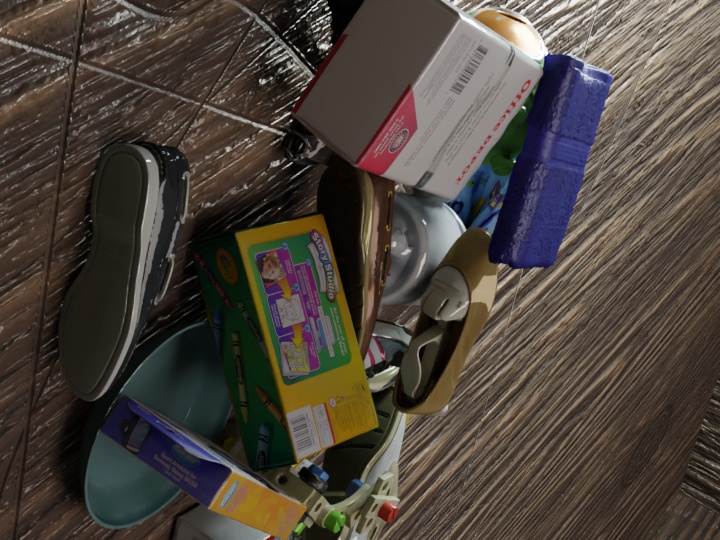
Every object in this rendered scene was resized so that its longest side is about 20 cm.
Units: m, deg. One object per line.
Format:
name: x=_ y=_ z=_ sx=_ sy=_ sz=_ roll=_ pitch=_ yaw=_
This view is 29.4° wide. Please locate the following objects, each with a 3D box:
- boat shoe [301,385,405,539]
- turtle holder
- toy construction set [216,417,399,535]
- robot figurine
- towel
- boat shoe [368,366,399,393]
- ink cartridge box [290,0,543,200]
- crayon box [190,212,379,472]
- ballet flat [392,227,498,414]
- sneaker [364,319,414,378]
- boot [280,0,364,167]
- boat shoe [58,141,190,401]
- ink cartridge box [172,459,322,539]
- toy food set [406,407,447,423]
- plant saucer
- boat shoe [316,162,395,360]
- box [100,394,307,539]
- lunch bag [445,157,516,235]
boat shoe: x=0.002 y=0.217 z=1.431 sx=0.068 sy=0.075 sz=0.200 roll=51 pitch=55 yaw=-40
turtle holder: x=0.123 y=-0.173 z=1.359 sx=0.186 sy=0.141 sz=0.132 roll=70 pitch=35 yaw=-50
toy construction set: x=-0.065 y=0.200 z=1.286 sx=0.092 sy=0.200 sz=0.131 roll=-66 pitch=158 yaw=-19
robot figurine: x=0.039 y=-0.022 z=1.371 sx=0.170 sy=0.113 sz=0.200 roll=-54 pitch=158 yaw=14
towel: x=0.171 y=-0.102 z=1.280 sx=0.148 sy=0.049 sz=0.201 roll=0 pitch=108 yaw=-65
boat shoe: x=-0.039 y=0.106 z=1.415 sx=0.200 sy=0.076 sz=0.074 roll=-22 pitch=101 yaw=-47
ink cartridge box: x=0.054 y=-0.151 z=1.152 sx=0.145 sy=0.084 sz=0.200 roll=-55 pitch=156 yaw=12
crayon box: x=-0.063 y=0.058 z=1.177 sx=0.119 sy=0.058 sz=0.201 roll=-15 pitch=90 yaw=-52
ballet flat: x=0.080 y=0.055 z=1.315 sx=0.063 sy=0.069 sz=0.200 roll=-10 pitch=122 yaw=-47
sneaker: x=-0.017 y=0.104 z=1.333 sx=0.200 sy=0.084 sz=0.121 roll=18 pitch=72 yaw=-41
boot: x=-0.016 y=-0.168 z=1.177 sx=0.174 sy=0.069 sz=0.200 roll=-58 pitch=150 yaw=8
boat shoe: x=-0.171 y=0.003 z=1.024 sx=0.060 sy=0.076 sz=0.200 roll=-7 pitch=121 yaw=-55
ink cartridge box: x=-0.116 y=0.310 z=1.436 sx=0.200 sy=0.084 sz=0.176 roll=-25 pitch=136 yaw=-55
toy food set: x=0.045 y=0.194 z=1.669 sx=0.200 sy=0.060 sz=0.144 roll=-59 pitch=156 yaw=-10
plant saucer: x=-0.179 y=0.126 z=1.184 sx=0.200 sy=0.036 sz=0.200 roll=-45 pitch=151 yaw=-34
boat shoe: x=0.000 y=-0.001 z=1.239 sx=0.067 sy=0.072 sz=0.201 roll=-11 pitch=113 yaw=-45
box: x=-0.130 y=0.163 z=1.130 sx=0.042 sy=0.119 sz=0.200 roll=-57 pitch=155 yaw=-5
lunch bag: x=0.157 y=-0.092 z=1.596 sx=0.150 sy=0.094 sz=0.200 roll=-29 pitch=152 yaw=-53
